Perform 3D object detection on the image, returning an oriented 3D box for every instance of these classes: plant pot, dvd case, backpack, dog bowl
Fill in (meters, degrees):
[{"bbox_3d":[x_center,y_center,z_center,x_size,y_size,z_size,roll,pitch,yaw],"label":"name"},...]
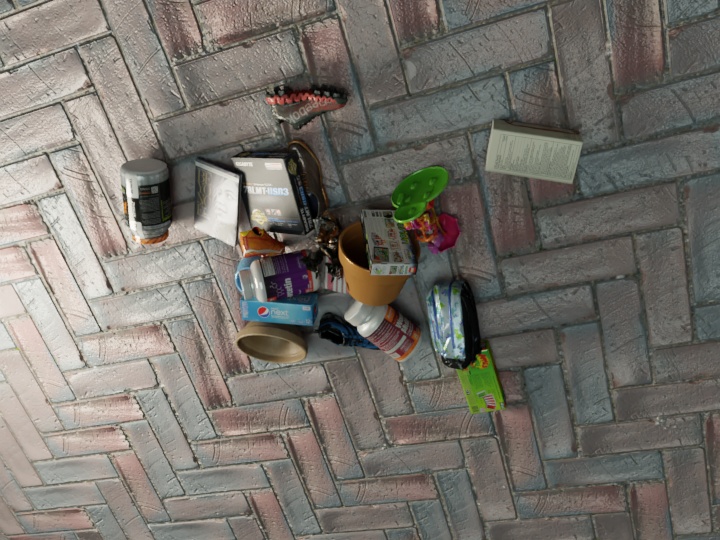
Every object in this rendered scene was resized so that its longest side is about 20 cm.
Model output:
[{"bbox_3d":[0.039,-0.009,1.628,0.198,0.201,0.141,13,131,5],"label":"plant pot"},{"bbox_3d":[-0.239,0.179,1.842,0.198,0.094,0.202,7,150,4],"label":"plant pot"},{"bbox_3d":[-0.372,-0.176,1.723,0.147,0.016,0.202,24,121,24],"label":"dvd case"},{"bbox_3d":[0.241,0.125,1.703,0.152,0.163,0.203,11,113,23],"label":"backpack"},{"bbox_3d":[-0.254,0.042,1.819,0.198,0.050,0.112,28,119,-4],"label":"dog bowl"}]

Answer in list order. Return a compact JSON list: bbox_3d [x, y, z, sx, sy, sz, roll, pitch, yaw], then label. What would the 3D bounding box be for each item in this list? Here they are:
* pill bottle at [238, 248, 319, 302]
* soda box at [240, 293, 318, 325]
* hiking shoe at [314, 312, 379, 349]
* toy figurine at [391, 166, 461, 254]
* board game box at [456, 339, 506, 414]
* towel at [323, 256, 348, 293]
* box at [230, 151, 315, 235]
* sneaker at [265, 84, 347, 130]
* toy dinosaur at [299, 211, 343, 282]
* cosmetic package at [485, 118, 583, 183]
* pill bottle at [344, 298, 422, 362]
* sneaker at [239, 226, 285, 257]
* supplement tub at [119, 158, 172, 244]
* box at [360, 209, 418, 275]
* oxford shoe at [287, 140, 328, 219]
[{"bbox_3d":[-0.211,0.017,1.724,0.198,0.113,0.114,-13,117,-11],"label":"pill bottle"},{"bbox_3d":[-0.216,0.097,1.772,0.197,0.068,0.065,5,117,9],"label":"soda box"},{"bbox_3d":[-0.026,0.187,1.824,0.198,0.087,0.075,15,119,4],"label":"hiking shoe"},{"bbox_3d":[0.171,-0.114,1.587,0.149,0.201,0.185,-10,128,32],"label":"toy figurine"},{"bbox_3d":[0.328,0.295,1.828,0.100,0.048,0.202,-13,114,17],"label":"board game box"},{"bbox_3d":[0.000,0.000,1.759,0.197,0.030,0.148,11,118,9],"label":"towel"},{"bbox_3d":[-0.218,-0.192,1.648,0.198,0.050,0.201,9,124,38],"label":"box"},{"bbox_3d":[-0.123,-0.381,1.562,0.198,0.071,0.099,1,117,14],"label":"sneaker"},{"bbox_3d":[-0.068,-0.049,1.671,0.101,0.136,0.201,-7,131,39],"label":"toy dinosaur"},{"bbox_3d":[0.388,-0.271,1.501,0.197,0.088,0.104,11,120,5],"label":"cosmetic package"},{"bbox_3d":[0.061,0.146,1.758,0.199,0.110,0.110,37,119,-19],"label":"pill bottle"},{"bbox_3d":[-0.242,-0.073,1.687,0.072,0.200,0.078,-11,87,13],"label":"sneaker"},{"bbox_3d":[-0.554,-0.179,1.727,0.121,0.123,0.202,8,118,8],"label":"supplement tub"},{"bbox_3d":[0.065,-0.069,1.568,0.109,0.201,0.035,1,132,-9],"label":"box"},{"bbox_3d":[-0.132,-0.223,1.643,0.071,0.073,0.202,-16,113,18],"label":"oxford shoe"}]
